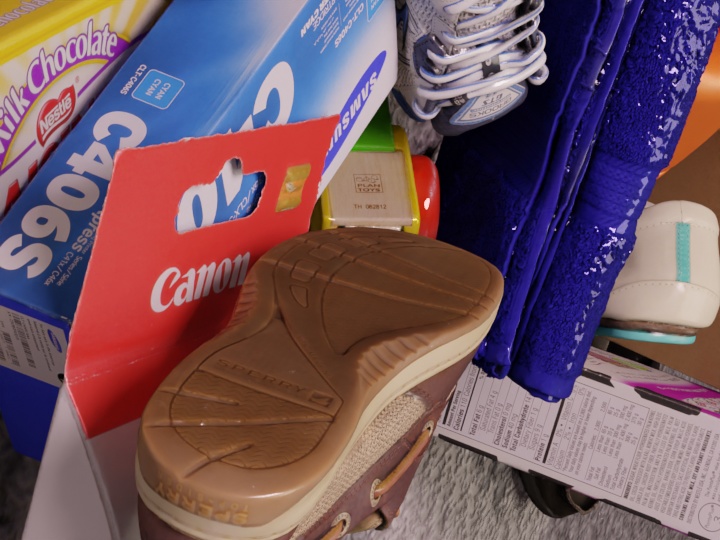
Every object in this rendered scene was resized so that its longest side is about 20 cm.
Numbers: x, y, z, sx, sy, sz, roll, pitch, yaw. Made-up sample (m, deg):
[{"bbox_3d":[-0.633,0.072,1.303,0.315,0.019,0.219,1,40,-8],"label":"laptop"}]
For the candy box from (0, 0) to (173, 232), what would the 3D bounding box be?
[{"bbox_3d":[-0.094,-0.044,0.677,0.200,0.026,0.103,-41,140,-54],"label":"candy box"}]

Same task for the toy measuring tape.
[{"bbox_3d":[0.000,0.000,0.813,0.201,0.073,0.074,-97,180,-49],"label":"toy measuring tape"}]

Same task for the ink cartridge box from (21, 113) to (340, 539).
[{"bbox_3d":[-0.047,0.057,0.665,0.161,0.050,0.202,-20,130,-67],"label":"ink cartridge box"}]

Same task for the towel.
[{"bbox_3d":[0.074,-0.065,0.832,0.049,0.148,0.201,15,104,-25],"label":"towel"}]

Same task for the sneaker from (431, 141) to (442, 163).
[{"bbox_3d":[0.088,-0.013,1.027,0.200,0.099,0.079,11,94,-67],"label":"sneaker"}]

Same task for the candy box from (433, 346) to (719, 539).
[{"bbox_3d":[0.126,0.077,1.038,0.136,0.199,0.062,8,101,-66],"label":"candy box"}]

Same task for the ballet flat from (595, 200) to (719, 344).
[{"bbox_3d":[0.088,-0.001,0.893,0.069,0.200,0.070,1,88,-26],"label":"ballet flat"}]

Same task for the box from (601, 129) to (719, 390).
[{"bbox_3d":[0.155,-0.055,1.086,0.021,0.163,0.202,-9,114,-41],"label":"box"}]

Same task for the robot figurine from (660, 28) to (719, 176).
[{"bbox_3d":[0.126,-0.105,0.965,0.143,0.117,0.200,-34,174,-28],"label":"robot figurine"}]

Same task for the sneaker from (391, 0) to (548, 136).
[{"bbox_3d":[0.045,-0.097,0.771,0.200,0.076,0.086,164,-87,-82],"label":"sneaker"}]

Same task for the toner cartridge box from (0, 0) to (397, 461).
[{"bbox_3d":[-0.052,-0.034,0.691,0.201,0.043,0.095,-58,159,-31],"label":"toner cartridge box"}]

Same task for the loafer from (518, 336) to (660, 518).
[{"bbox_3d":[0.137,0.066,1.226,0.073,0.071,0.201,-47,144,-49],"label":"loafer"}]

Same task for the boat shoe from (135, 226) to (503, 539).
[{"bbox_3d":[-0.013,0.046,0.637,0.200,0.072,0.073,-48,154,-61],"label":"boat shoe"}]
